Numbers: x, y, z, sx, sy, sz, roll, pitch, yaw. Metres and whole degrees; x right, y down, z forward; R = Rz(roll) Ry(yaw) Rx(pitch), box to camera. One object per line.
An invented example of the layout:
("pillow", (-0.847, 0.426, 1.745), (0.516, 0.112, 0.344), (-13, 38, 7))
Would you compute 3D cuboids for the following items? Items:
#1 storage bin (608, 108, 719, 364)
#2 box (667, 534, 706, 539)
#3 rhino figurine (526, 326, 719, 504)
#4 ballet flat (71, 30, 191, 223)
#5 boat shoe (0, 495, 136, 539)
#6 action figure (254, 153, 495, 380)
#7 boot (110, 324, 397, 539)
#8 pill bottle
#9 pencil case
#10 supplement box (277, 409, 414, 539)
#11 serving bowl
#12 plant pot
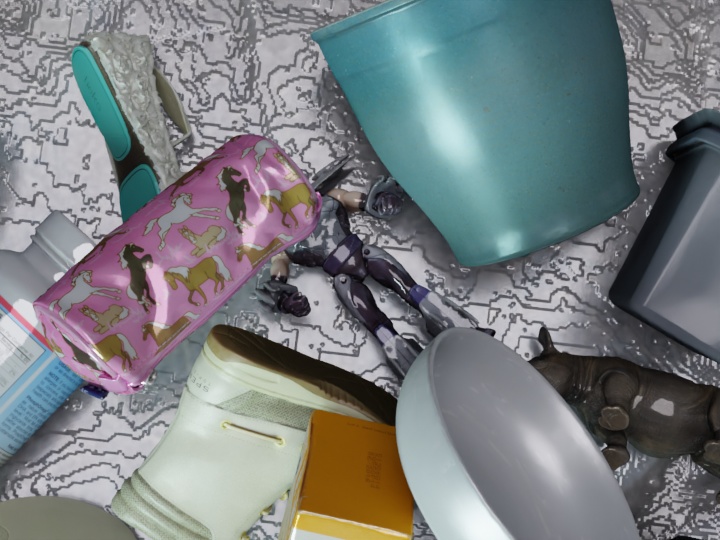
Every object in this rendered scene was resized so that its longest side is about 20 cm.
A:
("storage bin", (0.246, -0.009, 1.042), (0.145, 0.200, 0.134), (31, 94, 2))
("box", (0.164, 0.279, 1.028), (0.200, 0.124, 0.149), (-22, 84, -3))
("rhino figurine", (0.179, 0.093, 1.077), (0.200, 0.087, 0.060), (20, 121, 2))
("ballet flat", (-0.142, -0.079, 1.098), (0.072, 0.072, 0.200), (-19, 85, -4))
("boat shoe", (-0.243, 0.196, 1.029), (0.200, 0.063, 0.071), (2, 41, -37))
("action figure", (0.000, 0.000, 1.088), (0.200, 0.069, 0.130), (43, 93, 8))
("boot", (-0.052, 0.139, 1.061), (0.200, 0.072, 0.155), (26, 103, -27))
("pill bottle", (-0.245, 0.058, 1.051), (0.109, 0.109, 0.200), (43, 82, 4))
("pencil case", (-0.114, -0.006, 1.011), (0.200, 0.083, 0.087), (-44, 117, -25))
("supplement box", (-0.023, 0.207, 0.987), (0.073, 0.126, 0.200), (13, 113, -3))
("serving bowl", (0.087, 0.134, 0.959), (0.066, 0.200, 0.200), (-39, 84, 24))
("plant pot", (0.092, -0.111, 1.052), (0.200, 0.200, 0.188), (-23, 99, -5))
